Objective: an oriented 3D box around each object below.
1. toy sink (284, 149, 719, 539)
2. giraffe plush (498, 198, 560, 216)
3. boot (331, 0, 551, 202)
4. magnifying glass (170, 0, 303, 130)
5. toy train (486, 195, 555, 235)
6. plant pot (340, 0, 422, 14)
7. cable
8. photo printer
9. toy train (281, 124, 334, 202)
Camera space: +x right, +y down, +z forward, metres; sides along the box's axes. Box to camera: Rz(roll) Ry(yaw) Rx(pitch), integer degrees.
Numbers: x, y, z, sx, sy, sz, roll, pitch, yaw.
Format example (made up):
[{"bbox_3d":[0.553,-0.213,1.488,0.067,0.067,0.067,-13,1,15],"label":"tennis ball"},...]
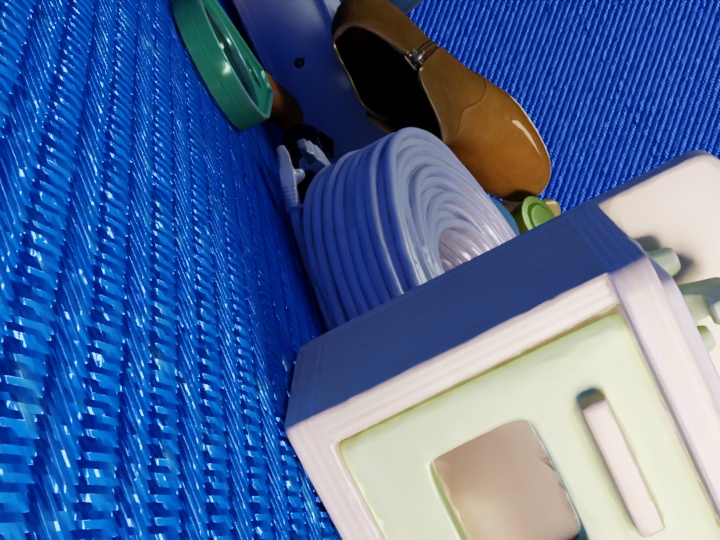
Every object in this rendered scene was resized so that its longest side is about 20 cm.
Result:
[{"bbox_3d":[0.088,0.058,0.496,0.131,0.199,0.112,63,6,-12],"label":"toy sink"},{"bbox_3d":[0.119,-0.005,1.157,0.201,0.161,0.173,66,6,21],"label":"giraffe plush"},{"bbox_3d":[0.053,-0.096,0.819,0.201,0.071,0.144,43,19,-15],"label":"boot"},{"bbox_3d":[-0.064,-0.110,0.725,0.080,0.022,0.200,65,6,8],"label":"magnifying glass"},{"bbox_3d":[0.097,-0.015,0.905,0.199,0.115,0.085,-12,73,-51],"label":"toy train"},{"bbox_3d":[-0.035,-0.311,1.040,0.201,0.199,0.188,65,20,6],"label":"plant pot"},{"bbox_3d":[0.048,0.017,0.706,0.199,0.069,0.201,24,42,-50],"label":"cable"},{"bbox_3d":[-0.029,-0.148,0.928,0.201,0.069,0.166,65,7,10],"label":"photo printer"},{"bbox_3d":[0.000,0.000,0.755,0.201,0.034,0.046,65,10,13],"label":"toy train"}]
